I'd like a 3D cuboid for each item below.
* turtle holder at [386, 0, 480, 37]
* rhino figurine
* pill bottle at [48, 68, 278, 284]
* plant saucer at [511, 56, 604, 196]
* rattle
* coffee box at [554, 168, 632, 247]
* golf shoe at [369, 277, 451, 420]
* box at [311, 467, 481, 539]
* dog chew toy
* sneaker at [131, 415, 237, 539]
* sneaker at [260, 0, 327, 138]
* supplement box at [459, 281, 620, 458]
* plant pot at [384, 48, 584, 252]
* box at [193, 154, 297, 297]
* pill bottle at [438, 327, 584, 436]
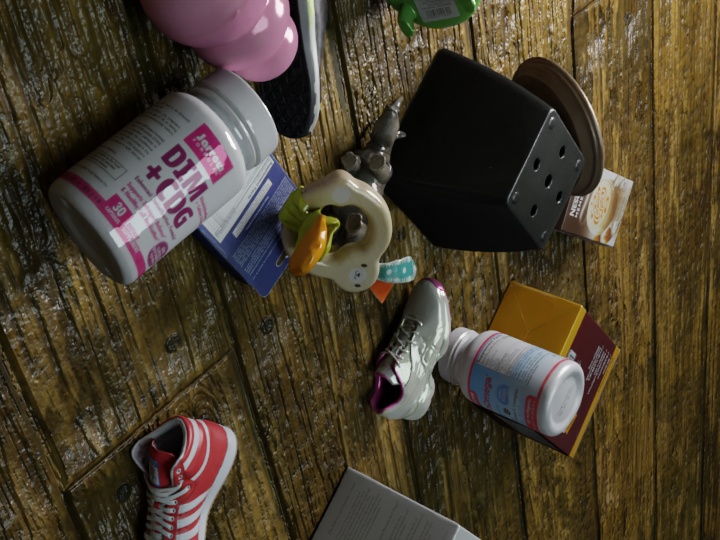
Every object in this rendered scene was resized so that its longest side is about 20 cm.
[{"bbox_3d":[0.072,-0.371,1.195,0.185,0.141,0.133,39,53,-11],"label":"turtle holder"},{"bbox_3d":[0.007,-0.116,1.261,0.087,0.059,0.203,53,60,-79],"label":"rhino figurine"},{"bbox_3d":[-0.178,-0.091,0.984,0.200,0.113,0.114,-43,136,-22],"label":"pill bottle"},{"bbox_3d":[0.259,-0.191,1.449,0.029,0.200,0.203,-25,128,-16],"label":"plant saucer"},{"bbox_3d":[0.000,0.000,1.161,0.129,0.143,0.201,-35,125,-3],"label":"rattle"},{"bbox_3d":[0.342,-0.111,1.673,0.199,0.079,0.116,9,98,-53],"label":"coffee box"},{"bbox_3d":[0.066,0.110,1.434,0.091,0.075,0.204,-1,105,-48],"label":"golf shoe"},{"bbox_3d":[0.043,0.382,1.418,0.106,0.198,0.154,42,73,-49],"label":"box"},{"bbox_3d":[-0.123,-0.248,1.002,0.126,0.123,0.200,-64,151,-8],"label":"dog chew toy"},{"bbox_3d":[-0.210,0.254,1.149,0.112,0.070,0.203,37,69,-56],"label":"sneaker"},{"bbox_3d":[-0.056,-0.240,1.121,0.083,0.071,0.203,-35,135,-49],"label":"sneaker"},{"bbox_3d":[0.288,0.159,1.684,0.200,0.131,0.200,39,75,-52],"label":"supplement box"},{"bbox_3d":[0.170,-0.136,1.368,0.199,0.176,0.202,41,72,-51],"label":"plant pot"},{"bbox_3d":[-0.127,-0.070,1.140,0.122,0.032,0.200,-57,141,-17],"label":"box"},{"bbox_3d":[0.213,0.152,1.529,0.108,0.198,0.111,-24,124,-43],"label":"pill bottle"}]
